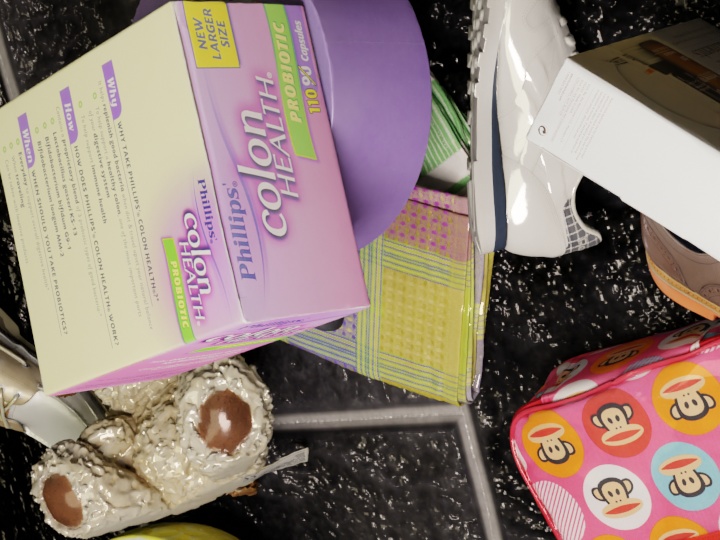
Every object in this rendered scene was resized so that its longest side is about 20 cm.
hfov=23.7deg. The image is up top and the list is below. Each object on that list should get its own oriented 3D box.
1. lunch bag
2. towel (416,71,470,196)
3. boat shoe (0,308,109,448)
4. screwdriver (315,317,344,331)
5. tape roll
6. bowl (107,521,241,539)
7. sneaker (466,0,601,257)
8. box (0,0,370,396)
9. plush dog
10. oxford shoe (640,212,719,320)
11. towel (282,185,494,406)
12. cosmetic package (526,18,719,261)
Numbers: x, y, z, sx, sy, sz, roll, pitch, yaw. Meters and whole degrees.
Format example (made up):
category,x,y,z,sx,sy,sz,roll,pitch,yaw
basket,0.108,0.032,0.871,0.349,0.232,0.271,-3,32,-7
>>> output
category,x,y,z,sx,sy,sz,roll,pitch,yaw
lunch bag,0.204,0.124,1.028,0.199,0.082,0.177,-23,99,37
towel,-0.015,-0.108,1.119,0.152,0.023,0.201,-38,85,39
boat shoe,-0.274,0.095,1.349,0.199,0.068,0.075,35,125,18
screwdriver,-0.011,-0.054,1.079,0.028,0.029,0.202,21,119,29
tape roll,-0.055,-0.105,1.050,0.199,0.085,0.202,6,98,46
bowl,-0.108,0.266,1.277,0.199,0.107,0.202,13,115,30
sneaker,0.104,-0.109,1.015,0.080,0.076,0.202,0,100,1
box,-0.109,-0.037,0.985,0.199,0.096,0.178,-21,79,46
plush dog,-0.139,0.082,1.229,0.199,0.160,0.173,-28,73,23
oxford shoe,0.227,0.006,0.912,0.199,0.071,0.073,25,159,39
towel,0.000,0.000,1.124,0.199,0.023,0.145,17,118,31
cosmetic package,0.194,-0.064,0.879,0.150,0.200,0.052,36,118,17
